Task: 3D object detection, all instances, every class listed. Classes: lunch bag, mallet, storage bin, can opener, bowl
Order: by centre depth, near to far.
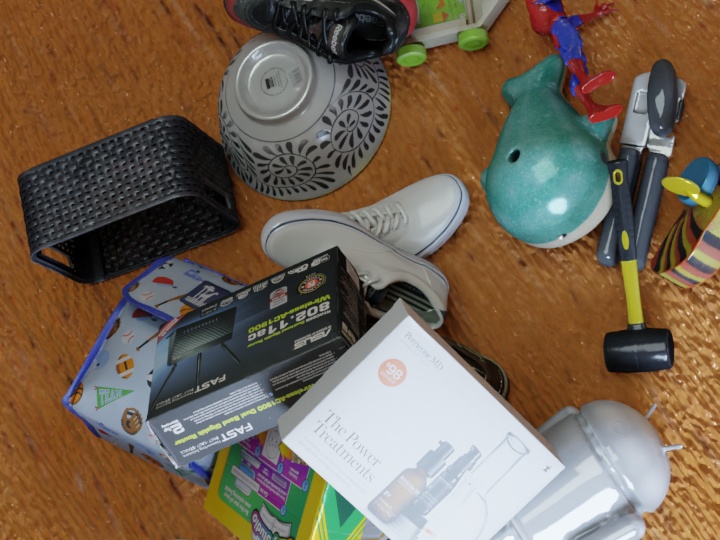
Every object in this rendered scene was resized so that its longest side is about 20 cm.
[{"bbox_3d":[0.242,-0.001,1.421,0.065,0.041,0.202,-13,93,21],"label":"mallet"},{"bbox_3d":[0.267,-0.103,1.458,0.053,0.067,0.202,11,79,22],"label":"can opener"},{"bbox_3d":[-0.176,0.093,1.535,0.169,0.124,0.201,22,70,23],"label":"lunch bag"},{"bbox_3d":[-0.075,-0.182,1.586,0.199,0.094,0.203,-5,75,18],"label":"bowl"},{"bbox_3d":[-0.242,-0.072,1.588,0.198,0.135,0.095,-19,70,15],"label":"storage bin"}]

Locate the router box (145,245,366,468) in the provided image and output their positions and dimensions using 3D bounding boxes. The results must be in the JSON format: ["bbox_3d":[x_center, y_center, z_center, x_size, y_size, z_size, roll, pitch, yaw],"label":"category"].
[{"bbox_3d":[-0.092,0.076,1.366,0.199,0.062,0.150,-24,31,12],"label":"router box"}]

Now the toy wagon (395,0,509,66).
[{"bbox_3d":[0.099,-0.302,1.587,0.198,0.040,0.157,-11,72,16],"label":"toy wagon"}]

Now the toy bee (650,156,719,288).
[{"bbox_3d":[0.338,-0.075,1.392,0.130,0.109,0.202,4,99,-17],"label":"toy bee"}]

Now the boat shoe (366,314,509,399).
[{"bbox_3d":[0.047,0.082,1.481,0.201,0.075,0.075,13,80,22],"label":"boat shoe"}]

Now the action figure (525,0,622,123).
[{"bbox_3d":[0.224,-0.234,1.475,0.098,0.066,0.201,-23,45,-2],"label":"action figure"}]

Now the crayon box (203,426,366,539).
[{"bbox_3d":[-0.059,0.177,1.403,0.200,0.058,0.174,24,100,57],"label":"crayon box"}]

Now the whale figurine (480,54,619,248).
[{"bbox_3d":[0.172,-0.123,1.472,0.158,0.103,0.202,-26,56,33],"label":"whale figurine"}]

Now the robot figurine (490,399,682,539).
[{"bbox_3d":[0.197,0.194,1.376,0.199,0.113,0.170,-35,41,8],"label":"robot figurine"}]

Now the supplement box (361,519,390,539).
[{"bbox_3d":[0.044,0.187,1.407,0.110,0.085,0.201,41,116,23],"label":"supplement box"}]

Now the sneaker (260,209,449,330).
[{"bbox_3d":[0.000,0.000,1.451,0.198,0.071,0.073,18,116,-16],"label":"sneaker"}]

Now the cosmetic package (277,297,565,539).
[{"bbox_3d":[0.052,0.146,1.282,0.151,0.052,0.200,-45,107,5],"label":"cosmetic package"}]

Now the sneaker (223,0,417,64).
[{"bbox_3d":[-0.042,-0.254,1.520,0.198,0.071,0.098,8,35,-1],"label":"sneaker"}]

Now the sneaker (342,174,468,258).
[{"bbox_3d":[0.016,-0.035,1.517,0.199,0.071,0.073,-32,68,9],"label":"sneaker"}]
